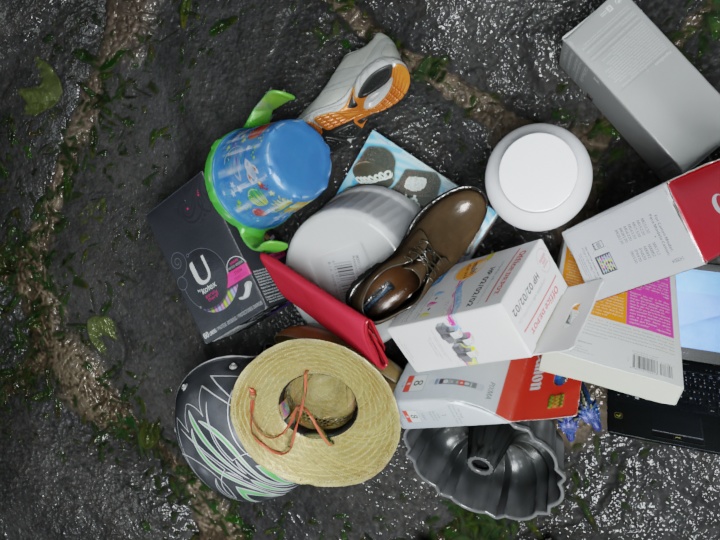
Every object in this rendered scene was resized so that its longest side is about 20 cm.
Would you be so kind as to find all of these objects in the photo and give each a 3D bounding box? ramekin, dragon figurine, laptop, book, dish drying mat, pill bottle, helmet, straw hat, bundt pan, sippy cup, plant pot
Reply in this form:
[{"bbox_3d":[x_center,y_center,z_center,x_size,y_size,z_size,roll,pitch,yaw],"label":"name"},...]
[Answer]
[{"bbox_3d":[0.000,0.000,0.796,0.198,0.098,0.204,8,110,24],"label":"ramekin"},{"bbox_3d":[0.246,0.098,0.752,0.058,0.099,0.203,-14,89,16],"label":"dragon figurine"},{"bbox_3d":[0.381,0.093,0.709,0.175,0.201,0.104,7,132,16],"label":"laptop"},{"bbox_3d":[0.275,0.043,0.677,0.132,0.201,0.049,14,131,14],"label":"book"},{"bbox_3d":[-0.044,0.040,0.705,0.018,0.077,0.199,-41,43,-18],"label":"dish drying mat"},{"bbox_3d":[0.200,-0.100,0.702,0.111,0.200,0.114,1,93,16],"label":"pill bottle"},{"bbox_3d":[-0.144,0.203,0.824,0.197,0.190,0.203,2,97,17],"label":"helmet"},{"bbox_3d":[-0.045,0.147,0.722,0.198,0.085,0.204,4,111,12],"label":"straw hat"},{"bbox_3d":[0.157,0.212,0.766,0.199,0.076,0.204,16,131,19],"label":"bundt pan"},{"bbox_3d":[-0.107,-0.124,0.775,0.130,0.139,0.180,-8,113,52],"label":"sippy cup"},{"bbox_3d":[-0.016,0.118,0.795,0.198,0.201,0.028,21,71,15],"label":"plant pot"}]

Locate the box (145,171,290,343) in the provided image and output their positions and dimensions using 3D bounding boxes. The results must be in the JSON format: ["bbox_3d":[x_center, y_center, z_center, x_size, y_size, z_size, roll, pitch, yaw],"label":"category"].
[{"bbox_3d":[-0.187,-0.021,0.865,0.121,0.106,0.202,-30,84,25],"label":"box"}]

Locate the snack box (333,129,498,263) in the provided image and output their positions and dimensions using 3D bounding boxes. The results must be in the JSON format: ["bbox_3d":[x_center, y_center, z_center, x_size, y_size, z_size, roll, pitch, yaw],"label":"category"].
[{"bbox_3d":[0.070,-0.082,0.826,0.199,0.037,0.117,35,104,12],"label":"snack box"}]

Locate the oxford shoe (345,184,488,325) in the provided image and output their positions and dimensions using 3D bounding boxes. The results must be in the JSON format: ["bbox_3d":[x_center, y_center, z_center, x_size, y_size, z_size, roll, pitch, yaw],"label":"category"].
[{"bbox_3d":[0.071,-0.011,0.675,0.073,0.084,0.200,43,89,-11],"label":"oxford shoe"}]

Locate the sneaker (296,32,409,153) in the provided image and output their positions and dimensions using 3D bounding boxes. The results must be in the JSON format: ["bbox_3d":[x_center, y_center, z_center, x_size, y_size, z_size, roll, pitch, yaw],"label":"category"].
[{"bbox_3d":[-0.020,-0.235,0.838,0.199,0.075,0.093,-29,52,28],"label":"sneaker"}]

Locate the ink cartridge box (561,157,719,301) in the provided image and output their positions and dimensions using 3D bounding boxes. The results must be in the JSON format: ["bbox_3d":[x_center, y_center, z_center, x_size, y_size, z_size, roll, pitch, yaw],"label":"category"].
[{"bbox_3d":[0.341,-0.058,0.629,0.175,0.198,0.085,-34,79,58],"label":"ink cartridge box"}]

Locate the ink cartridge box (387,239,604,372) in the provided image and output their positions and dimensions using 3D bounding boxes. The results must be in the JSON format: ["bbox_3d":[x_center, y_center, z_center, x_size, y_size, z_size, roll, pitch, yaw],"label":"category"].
[{"bbox_3d":[0.138,0.036,0.654,0.199,0.115,0.068,-18,113,47],"label":"ink cartridge box"}]

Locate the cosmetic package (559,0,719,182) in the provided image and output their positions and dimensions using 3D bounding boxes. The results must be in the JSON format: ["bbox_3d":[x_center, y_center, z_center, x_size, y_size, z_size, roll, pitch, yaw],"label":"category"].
[{"bbox_3d":[0.324,-0.204,0.709,0.090,0.107,0.201,-37,81,13],"label":"cosmetic package"}]

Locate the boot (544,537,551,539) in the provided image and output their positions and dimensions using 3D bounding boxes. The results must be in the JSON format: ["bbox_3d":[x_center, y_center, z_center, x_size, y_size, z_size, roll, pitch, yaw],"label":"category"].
[{"bbox_3d":[0.184,0.401,0.812,0.174,0.069,0.201,-39,90,12],"label":"boot"}]

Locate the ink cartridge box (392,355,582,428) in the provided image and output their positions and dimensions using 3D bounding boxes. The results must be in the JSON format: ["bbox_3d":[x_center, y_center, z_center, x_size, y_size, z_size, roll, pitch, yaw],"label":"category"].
[{"bbox_3d":[0.145,0.100,0.694,0.198,0.163,0.051,-16,115,34],"label":"ink cartridge box"}]
